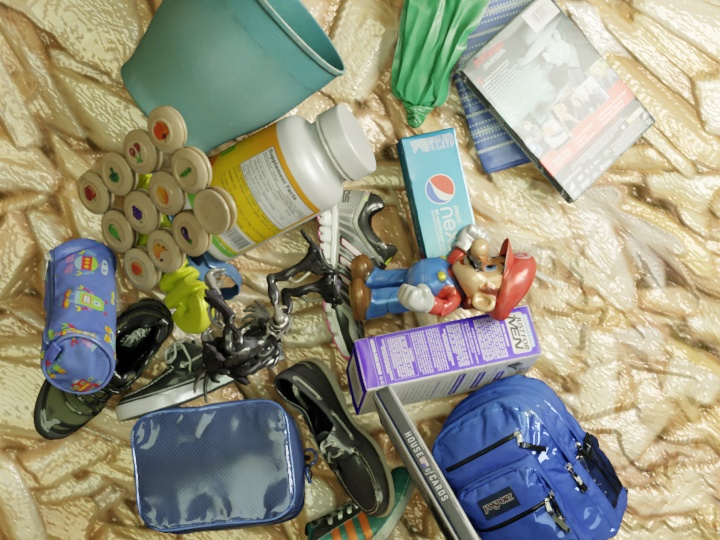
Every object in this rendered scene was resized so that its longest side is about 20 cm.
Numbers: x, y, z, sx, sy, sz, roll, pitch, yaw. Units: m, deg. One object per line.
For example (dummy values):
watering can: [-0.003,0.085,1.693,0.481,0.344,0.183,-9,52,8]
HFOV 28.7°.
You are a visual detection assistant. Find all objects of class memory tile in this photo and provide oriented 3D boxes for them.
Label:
memory tile: [-0.222,-0.073,1.511,0.200,0.017,0.153,-33,88,42]

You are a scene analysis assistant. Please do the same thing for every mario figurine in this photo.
mario figurine: [0.087,-0.004,1.504,0.199,0.106,0.124,-5,66,5]

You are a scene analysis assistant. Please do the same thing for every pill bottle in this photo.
pill bottle: [-0.089,-0.100,1.536,0.200,0.111,0.111,-27,92,15]

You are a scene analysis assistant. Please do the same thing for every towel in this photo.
towel: [0.181,-0.224,1.627,0.144,0.024,0.200,-18,90,-1]

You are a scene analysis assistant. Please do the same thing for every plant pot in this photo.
plant pot: [-0.150,-0.231,1.530,0.188,0.200,0.200,-39,93,14]

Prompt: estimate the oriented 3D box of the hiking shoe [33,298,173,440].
hiking shoe: [-0.291,0.110,1.559,0.076,0.101,0.200,43,89,-8]

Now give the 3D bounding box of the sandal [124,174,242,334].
sandal: [-0.199,-0.026,1.586,0.087,0.079,0.200,-18,80,-43]

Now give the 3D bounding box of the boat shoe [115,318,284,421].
boat shoe: [-0.187,0.107,1.582,0.199,0.074,0.068,-23,85,-5]

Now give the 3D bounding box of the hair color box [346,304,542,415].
hair color box: [0.090,0.100,1.563,0.199,0.109,0.065,-10,71,-10]

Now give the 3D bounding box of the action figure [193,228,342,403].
action figure: [-0.114,0.049,1.518,0.200,0.119,0.102,-40,56,-3]

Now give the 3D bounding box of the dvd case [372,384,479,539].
dvd case: [0.073,0.227,1.509,0.025,0.150,0.200,-28,73,-5]

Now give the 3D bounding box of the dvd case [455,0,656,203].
dvd case: [0.223,-0.197,1.596,0.146,0.022,0.200,-44,98,-14]

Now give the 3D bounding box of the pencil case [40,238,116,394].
pencil case: [-0.304,0.043,1.515,0.087,0.200,0.078,24,118,-25]

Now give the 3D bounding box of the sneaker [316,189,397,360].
sneaker: [0.000,0.000,1.589,0.087,0.074,0.200,-5,86,3]

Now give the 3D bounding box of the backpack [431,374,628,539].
backpack: [0.178,0.222,1.537,0.162,0.168,0.200,-31,92,20]

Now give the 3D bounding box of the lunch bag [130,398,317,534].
lunch bag: [-0.147,0.218,1.557,0.199,0.132,0.136,-5,79,0]

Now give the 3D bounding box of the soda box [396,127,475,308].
soda box: [0.094,-0.057,1.597,0.064,0.068,0.201,-12,91,-4]

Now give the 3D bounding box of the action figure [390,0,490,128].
action figure: [0.082,-0.259,1.594,0.118,0.055,0.200,18,102,15]

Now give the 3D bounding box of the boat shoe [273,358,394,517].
boat shoe: [-0.033,0.191,1.563,0.073,0.063,0.200,-46,65,38]

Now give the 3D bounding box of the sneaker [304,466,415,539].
sneaker: [-0.016,0.294,1.594,0.080,0.071,0.200,37,85,0]
